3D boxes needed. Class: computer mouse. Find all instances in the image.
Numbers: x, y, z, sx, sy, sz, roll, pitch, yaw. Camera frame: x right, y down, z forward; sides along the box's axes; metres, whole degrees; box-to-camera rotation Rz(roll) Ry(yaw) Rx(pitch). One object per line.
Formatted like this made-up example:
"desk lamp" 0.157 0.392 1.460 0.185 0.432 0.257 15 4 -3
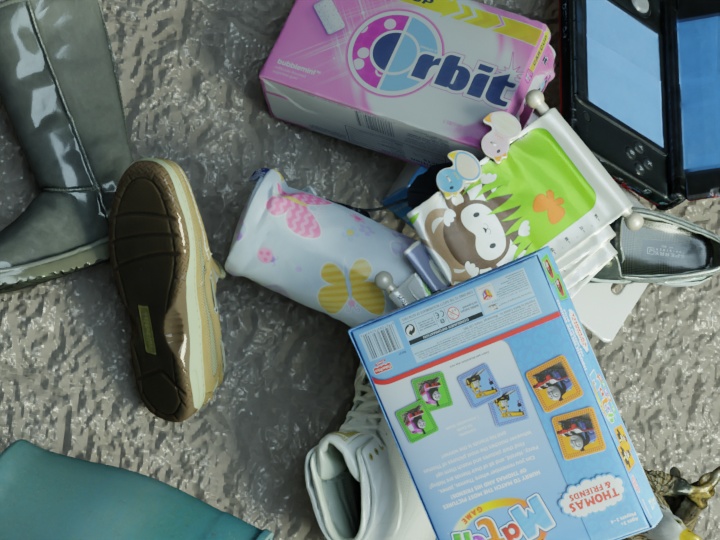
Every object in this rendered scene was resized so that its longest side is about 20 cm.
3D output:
"computer mouse" 0.030 -0.043 1.730 0.059 0.199 0.034 51 39 -46

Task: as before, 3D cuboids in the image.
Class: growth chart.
"growth chart" 0.103 -0.020 1.660 0.145 0.018 0.200 42 75 -1

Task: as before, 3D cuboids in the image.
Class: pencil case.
"pencil case" 0.000 0.000 1.700 0.199 0.091 0.084 25 111 2

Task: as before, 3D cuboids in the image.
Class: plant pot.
"plant pot" -0.188 0.216 1.592 0.187 0.200 0.201 31 71 4

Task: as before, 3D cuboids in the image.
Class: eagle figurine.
"eagle figurine" 0.182 0.174 1.715 0.199 0.151 0.153 5 68 -40

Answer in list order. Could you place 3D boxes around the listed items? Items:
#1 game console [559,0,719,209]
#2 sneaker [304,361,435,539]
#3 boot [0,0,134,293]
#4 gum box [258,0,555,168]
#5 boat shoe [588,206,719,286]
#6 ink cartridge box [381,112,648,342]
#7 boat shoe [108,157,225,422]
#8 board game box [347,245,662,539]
"game console" 0.250 -0.162 1.801 0.172 0.118 0.201 28 49 -33
"sneaker" 0.013 0.111 1.711 0.115 0.073 0.202 17 70 -59
"boot" -0.238 -0.094 1.689 0.181 0.072 0.201 -20 94 -35
"gum box" 0.039 -0.148 1.749 0.199 0.066 0.114 19 69 15
"boat shoe" 0.181 -0.026 1.747 0.198 0.071 0.073 2 82 -15
"ink cartridge box" 0.131 -0.041 1.809 0.200 0.068 0.115 38 71 -9
"boat shoe" -0.131 0.005 1.682 0.076 0.071 0.201 -33 131 -46
"board game box" 0.098 0.104 1.600 0.151 0.037 0.201 -22 91 22
